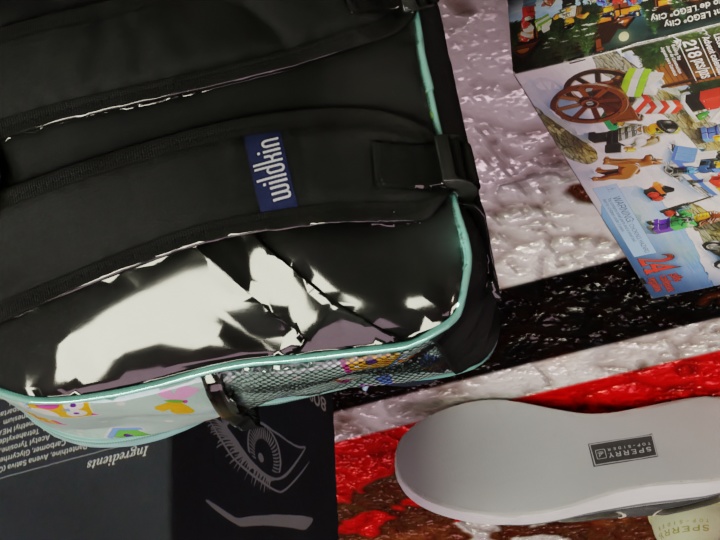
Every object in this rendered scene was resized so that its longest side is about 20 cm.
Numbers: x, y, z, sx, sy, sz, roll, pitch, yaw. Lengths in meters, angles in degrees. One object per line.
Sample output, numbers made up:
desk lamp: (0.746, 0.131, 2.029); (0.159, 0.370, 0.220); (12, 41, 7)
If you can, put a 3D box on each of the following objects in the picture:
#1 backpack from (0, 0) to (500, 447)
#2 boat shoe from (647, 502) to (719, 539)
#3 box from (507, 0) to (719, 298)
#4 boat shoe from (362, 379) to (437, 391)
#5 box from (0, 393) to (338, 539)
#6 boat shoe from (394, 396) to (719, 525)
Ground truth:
backpack: (-0.060, -0.026, 0.757); (0.200, 0.176, 0.153); (-12, 167, 1)
boat shoe: (0.225, 0.182, 1.277); (0.073, 0.063, 0.200); (-19, 147, 28)
box: (0.156, -0.060, 0.858); (0.136, 0.038, 0.200); (-12, 150, 19)
boat shoe: (0.000, 0.000, 0.911); (0.069, 0.084, 0.200); (-5, 156, 30)
box: (-0.088, 0.083, 0.938); (0.104, 0.200, 0.148); (-16, 148, 24)
boat shoe: (0.118, 0.109, 1.137); (0.200, 0.069, 0.057); (-3, 152, -2)
